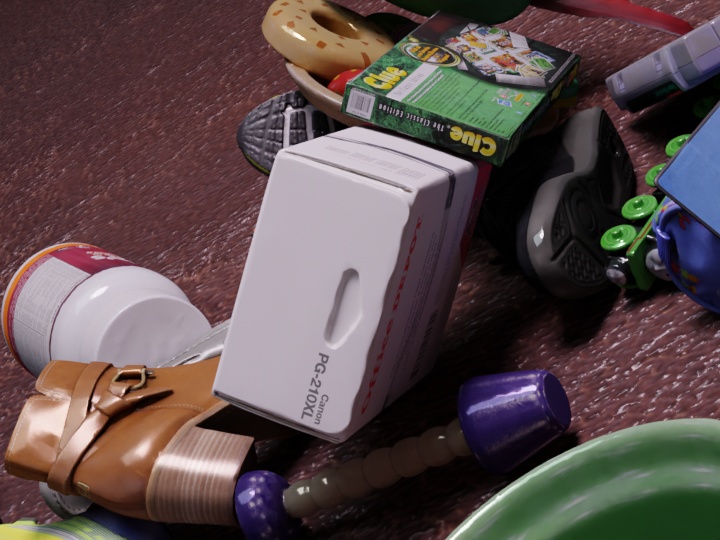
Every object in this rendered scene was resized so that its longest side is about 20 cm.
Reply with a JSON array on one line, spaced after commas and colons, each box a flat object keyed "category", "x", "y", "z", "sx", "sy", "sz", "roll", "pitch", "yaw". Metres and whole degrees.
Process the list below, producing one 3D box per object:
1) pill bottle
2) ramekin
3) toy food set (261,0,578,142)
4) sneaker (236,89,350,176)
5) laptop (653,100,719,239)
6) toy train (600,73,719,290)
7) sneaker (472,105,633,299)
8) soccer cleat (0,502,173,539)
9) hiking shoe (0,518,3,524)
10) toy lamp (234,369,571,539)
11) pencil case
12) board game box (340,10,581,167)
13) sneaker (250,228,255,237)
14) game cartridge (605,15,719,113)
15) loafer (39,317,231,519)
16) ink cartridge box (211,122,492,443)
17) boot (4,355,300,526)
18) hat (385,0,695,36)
[{"category": "pill bottle", "x": -0.180, "y": 0.046, "z": 1.421, "sx": 0.109, "sy": 0.110, "sz": 0.200, "roll": -41, "pitch": 24, "yaw": -15}, {"category": "ramekin", "x": 0.113, "y": 0.164, "z": 0.818, "sx": 0.199, "sy": 0.098, "sz": 0.200, "roll": -29, "pitch": 23, "yaw": 14}, {"category": "toy food set", "x": 0.044, "y": -0.135, "z": 1.352, "sx": 0.197, "sy": 0.049, "sz": 0.200, "roll": -3, "pitch": 28, "yaw": -33}, {"category": "sneaker", "x": 0.005, "y": -0.083, "z": 1.404, "sx": 0.199, "sy": 0.074, "sz": 0.081, "roll": 4, "pitch": -9, "yaw": -22}, {"category": "laptop", "x": 0.292, "y": -0.061, "z": 0.997, "sx": 0.187, "sy": 0.116, "sz": 0.199, "roll": -47, "pitch": 26, "yaw": -27}, {"category": "toy train", "x": 0.209, "y": -0.058, "z": 1.201, "sx": 0.056, "sy": 0.042, "sz": 0.200, "roll": 3, "pitch": 42, "yaw": 39}, {"category": "sneaker", "x": 0.105, "y": -0.026, "z": 1.235, "sx": 0.114, "sy": 0.076, "sz": 0.200, "roll": -26, "pitch": 21, "yaw": 23}, {"category": "soccer cleat", "x": -0.204, "y": 0.195, "z": 1.222, "sx": 0.199, "sy": 0.065, "sz": 0.084, "roll": -20, "pitch": 29, "yaw": 29}, {"category": "hiking shoe", "x": -0.299, "y": 0.156, "z": 1.409, "sx": 0.087, "sy": 0.075, "sz": 0.199, "roll": -46, "pitch": 26, "yaw": -25}, {"category": "toy lamp", "x": 0.024, "y": 0.104, "z": 1.107, "sx": 0.199, "sy": 0.058, "sz": 0.058, "roll": -22, "pitch": 26, "yaw": 25}, {"category": "pencil case", "x": 0.234, "y": -0.063, "z": 1.123, "sx": 0.086, "sy": 0.078, "sz": 0.200, "roll": 14, "pitch": 47, "yaw": 29}, {"category": "board game box", "x": 0.067, "y": -0.118, "z": 1.240, "sx": 0.104, "sy": 0.024, "sz": 0.200, "roll": 22, "pitch": 25, "yaw": 11}, {"category": "sneaker", "x": -0.007, "y": -0.020, "z": 1.373, "sx": 0.078, "sy": 0.076, "sz": 0.200, "roll": -37, "pitch": 25, "yaw": -16}, {"category": "game cartridge", "x": 0.233, "y": -0.148, "z": 1.258, "sx": 0.129, "sy": 0.039, "sz": 0.200, "roll": -33, "pitch": 2, "yaw": -6}, {"category": "loafer", "x": -0.123, "y": 0.094, "z": 1.303, "sx": 0.200, "sy": 0.070, "sz": 0.070, "roll": -39, "pitch": 18, "yaw": -17}, {"category": "ink cartridge box", "x": 0.000, "y": 0.000, "z": 1.133, "sx": 0.084, "sy": 0.146, "sz": 0.200, "roll": 18, "pitch": 13, "yaw": 12}, {"category": "boot", "x": -0.118, "y": 0.080, "z": 1.236, "sx": 0.154, "sy": 0.077, "sz": 0.200, "roll": 8, "pitch": 43, "yaw": 16}, {"category": "hat", "x": 0.092, "y": -0.177, "z": 1.384, "sx": 0.199, "sy": 0.177, "sz": 0.166, "roll": -24, "pitch": 11, "yaw": 31}]
